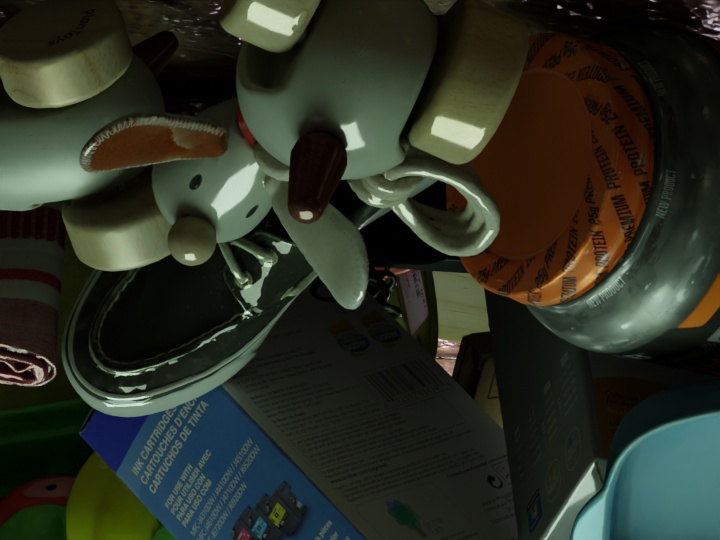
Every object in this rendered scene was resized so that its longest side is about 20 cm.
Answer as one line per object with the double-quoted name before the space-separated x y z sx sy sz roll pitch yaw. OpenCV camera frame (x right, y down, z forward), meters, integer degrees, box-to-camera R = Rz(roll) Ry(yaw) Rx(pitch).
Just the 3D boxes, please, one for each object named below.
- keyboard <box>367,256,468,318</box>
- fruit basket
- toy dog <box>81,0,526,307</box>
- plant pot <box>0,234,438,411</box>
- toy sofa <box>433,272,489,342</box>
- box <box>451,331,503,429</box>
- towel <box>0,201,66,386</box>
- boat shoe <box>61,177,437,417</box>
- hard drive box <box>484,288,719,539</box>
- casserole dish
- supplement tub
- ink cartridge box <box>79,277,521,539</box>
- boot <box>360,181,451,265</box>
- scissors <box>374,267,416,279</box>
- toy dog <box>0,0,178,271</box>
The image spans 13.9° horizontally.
"keyboard" -0.034 -0.016 1.347 0.199 0.104 0.040 4 138 13
"fruit basket" -0.088 0.110 1.327 0.214 0.156 0.216 -9 145 -6
"toy dog" -0.023 -0.035 0.962 0.131 0.097 0.200 19 153 7
"plant pot" -0.068 0.019 1.463 0.199 0.188 0.187 -11 168 13
"toy sofa" 0.066 0.009 1.607 0.199 0.098 0.083 10 -164 -32
"box" 0.114 0.092 1.333 0.199 0.164 0.021 -6 -145 -32
"towel" -0.190 -0.031 1.195 0.143 0.200 0.023 7 128 -9
"boat shoe" -0.038 -0.022 1.128 0.071 0.200 0.064 48 -179 10
"hard drive box" 0.139 0.039 1.219 0.155 0.201 0.077 11 133 -18
"casserole dish" 0.173 0.084 1.104 0.199 0.122 0.039 -4 -144 -6
"supplement tub" 0.137 -0.022 1.102 0.199 0.123 0.122 11 171 -35
"ink cartridge box" -0.018 0.075 1.212 0.200 0.076 0.136 47 -150 20
"boot" -0.058 -0.048 1.299 0.199 0.070 0.174 -9 -162 -39
"scissors" 0.000 0.000 1.348 0.199 0.014 0.073 -26 -145 -11
"toy dog" -0.147 -0.063 1.121 0.199 0.132 0.096 15 -144 13
